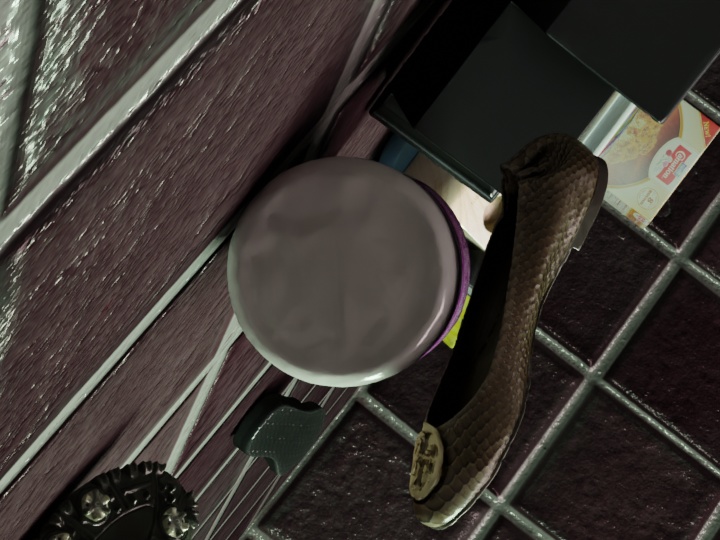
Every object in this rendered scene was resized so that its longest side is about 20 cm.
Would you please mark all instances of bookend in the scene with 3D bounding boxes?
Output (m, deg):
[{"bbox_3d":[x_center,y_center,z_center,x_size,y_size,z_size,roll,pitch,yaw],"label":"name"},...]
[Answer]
[{"bbox_3d":[0.111,-0.111,1.012,0.199,0.092,0.200,-52,-163,9],"label":"bookend"}]

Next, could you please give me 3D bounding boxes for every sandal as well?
[{"bbox_3d":[-0.078,0.139,1.823,0.075,0.048,0.200,-51,163,-4],"label":"sandal"}]

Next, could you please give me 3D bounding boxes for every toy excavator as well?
[{"bbox_3d":[0.059,-0.054,1.376,0.100,0.200,0.194,-51,131,-3],"label":"toy excavator"}]

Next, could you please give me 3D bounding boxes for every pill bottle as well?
[{"bbox_3d":[0.000,0.000,1.032,0.112,0.112,0.200,-53,175,4],"label":"pill bottle"}]

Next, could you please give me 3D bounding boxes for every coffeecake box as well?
[{"bbox_3d":[0.334,-0.177,2.557,0.154,0.200,0.073,-52,176,-5],"label":"coffeecake box"}]

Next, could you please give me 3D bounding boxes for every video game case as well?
[{"bbox_3d":[0.191,-0.113,1.523,0.183,0.023,0.200,-54,175,18],"label":"video game case"}]

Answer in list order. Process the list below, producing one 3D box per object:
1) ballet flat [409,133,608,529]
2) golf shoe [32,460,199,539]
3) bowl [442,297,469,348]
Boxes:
[{"bbox_3d":[0.062,0.025,0.954,0.067,0.046,0.201,9,-106,65],"label":"ballet flat"},{"bbox_3d":[-0.170,0.180,1.073,0.200,0.077,0.088,-47,-166,-32],"label":"golf shoe"},{"bbox_3d":[0.101,-0.041,1.807,0.200,0.108,0.200,-52,176,-6],"label":"bowl"}]
